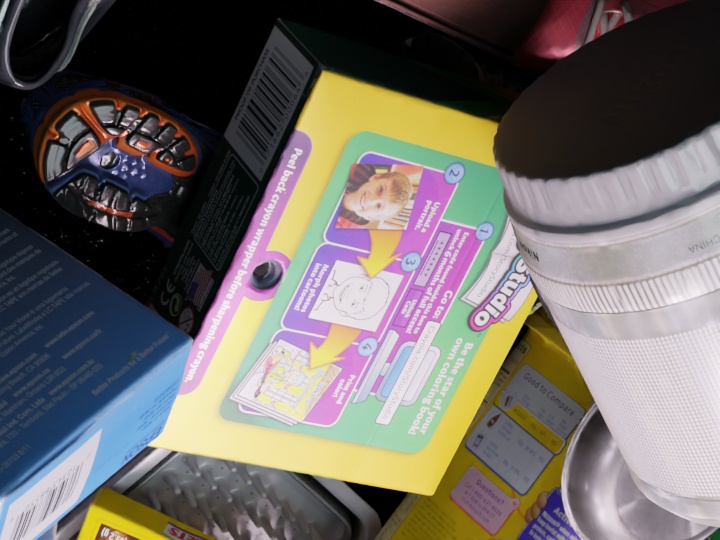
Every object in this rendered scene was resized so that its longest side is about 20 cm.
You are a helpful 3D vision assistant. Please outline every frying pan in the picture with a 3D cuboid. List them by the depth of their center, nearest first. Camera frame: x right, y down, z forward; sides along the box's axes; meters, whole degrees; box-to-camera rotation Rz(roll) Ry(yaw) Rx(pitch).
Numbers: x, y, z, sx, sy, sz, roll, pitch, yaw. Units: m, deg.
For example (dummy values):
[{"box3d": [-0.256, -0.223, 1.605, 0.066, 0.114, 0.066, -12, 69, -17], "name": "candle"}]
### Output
[{"box3d": [0.150, 0.066, 1.030, 0.114, 0.031, 0.191, -19, 119, -16], "name": "frying pan"}]

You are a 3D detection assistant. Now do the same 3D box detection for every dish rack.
[{"box3d": [-0.103, 0.160, 1.151, 0.200, 0.044, 0.172, -40, 129, 5], "name": "dish rack"}]

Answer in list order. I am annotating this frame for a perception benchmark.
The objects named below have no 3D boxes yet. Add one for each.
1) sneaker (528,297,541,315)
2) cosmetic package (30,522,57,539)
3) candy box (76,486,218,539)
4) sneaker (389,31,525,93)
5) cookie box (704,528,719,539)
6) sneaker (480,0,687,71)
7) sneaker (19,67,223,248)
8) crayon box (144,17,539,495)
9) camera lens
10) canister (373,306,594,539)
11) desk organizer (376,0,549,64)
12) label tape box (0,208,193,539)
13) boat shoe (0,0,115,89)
[{"box3d": [0.095, -0.005, 1.079, 0.082, 0.072, 0.201, 26, 128, 7], "name": "sneaker"}, {"box3d": [-0.237, 0.143, 0.968, 0.165, 0.168, 0.201, 11, 119, -12], "name": "cosmetic package"}, {"box3d": [-0.065, 0.199, 1.085, 0.199, 0.026, 0.103, 24, 116, 1], "name": "candy box"}, {"box3d": [0.030, -0.028, 1.071, 0.088, 0.077, 0.201, 1, 128, -45], "name": "sneaker"}, {"box3d": [0.245, 0.169, 1.221, 0.170, 0.200, 0.076, -14, 128, -17], "name": "cookie box"}, {"box3d": [0.153, -0.121, 1.046, 0.199, 0.087, 0.074, 2, 121, -27], "name": "sneaker"}, {"box3d": [-0.084, -0.046, 0.993, 0.075, 0.078, 0.200, -49, 135, 7], "name": "sneaker"}, {"box3d": [0.000, 0.000, 0.980, 0.172, 0.058, 0.201, 13, 113, -35], "name": "crayon box"}, {"box3d": [0.164, 0.000, 0.916, 0.159, 0.160, 0.201, -30, 115, -3], "name": "camera lens"}, {"box3d": [0.101, 0.129, 1.135, 0.200, 0.148, 0.086, -53, 136, 2], "name": "canister"}, {"box3d": [0.016, -0.166, 0.926, 0.200, 0.072, 0.077, 15, 113, -52], "name": "desk organizer"}, {"box3d": [-0.195, 0.030, 0.892, 0.143, 0.199, 0.066, -41, 157, -50], "name": "label tape box"}, {"box3d": [-0.100, -0.160, 0.912, 0.200, 0.063, 0.073, -47, 127, 9], "name": "boat shoe"}]
